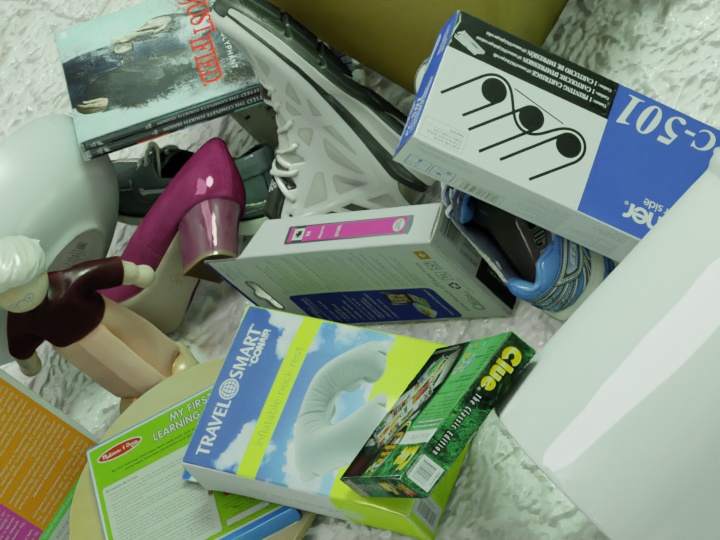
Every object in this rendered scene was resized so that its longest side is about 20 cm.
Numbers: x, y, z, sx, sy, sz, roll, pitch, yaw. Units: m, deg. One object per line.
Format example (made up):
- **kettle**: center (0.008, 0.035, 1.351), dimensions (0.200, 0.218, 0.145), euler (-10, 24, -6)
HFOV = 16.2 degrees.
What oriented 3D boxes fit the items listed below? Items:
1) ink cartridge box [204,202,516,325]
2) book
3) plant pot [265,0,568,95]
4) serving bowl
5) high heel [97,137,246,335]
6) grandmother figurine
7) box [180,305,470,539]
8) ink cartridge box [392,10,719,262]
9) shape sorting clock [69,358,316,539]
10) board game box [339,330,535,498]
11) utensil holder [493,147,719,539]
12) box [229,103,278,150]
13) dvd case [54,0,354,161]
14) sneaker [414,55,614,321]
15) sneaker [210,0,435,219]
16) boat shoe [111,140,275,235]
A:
- **ink cartridge box**: center (0.000, 0.000, 1.671), dimensions (0.200, 0.095, 0.037), euler (-7, 55, 39)
- **book**: center (-0.266, 0.136, 1.726), dimensions (0.048, 0.200, 0.134), euler (16, 71, 47)
- **plant pot**: center (0.058, -0.243, 1.675), dimensions (0.200, 0.200, 0.176), euler (-59, -2, -12)
- **serving bowl**: center (-0.233, -0.010, 1.800), dimensions (0.066, 0.200, 0.200), euler (30, 81, 17)
- **high heel**: center (-0.145, -0.014, 1.813), dimensions (0.200, 0.067, 0.096), euler (-29, 53, 42)
- **grandmother figurine**: center (-0.193, 0.034, 1.737), dimensions (0.121, 0.200, 0.061), euler (-45, 46, 8)
- **box**: center (-0.024, 0.094, 1.628), dimensions (0.199, 0.048, 0.122), euler (10, 66, 32)
- **ink cartridge box**: center (0.128, -0.073, 1.541), dimensions (0.044, 0.200, 0.094), euler (134, 159, -66)
- **shape sorting clock**: center (-0.108, 0.147, 1.698), dimensions (0.199, 0.039, 0.201), euler (-15, 54, 22)
- **board game box**: center (0.041, 0.086, 1.469), dimensions (0.105, 0.023, 0.200), euler (-50, 5, -9)
- **utensil holder**: center (0.195, 0.056, 1.396), dimensions (0.200, 0.170, 0.170), euler (-46, 40, 6)
- **box**: center (-0.085, -0.168, 1.891), dimensions (0.068, 0.082, 0.200), euler (-41, 42, 7)
- **dvd case**: center (-0.114, -0.156, 1.800), dimensions (0.199, 0.022, 0.146), euler (-17, 40, -1)
- **sneaker**: center (0.087, -0.061, 1.589), dimensions (0.077, 0.085, 0.200), euler (-42, 66, 25)
- **sneaker**: center (-0.046, -0.092, 1.715), dimensions (0.115, 0.200, 0.076), euler (-46, 15, 12)
- **boat shoe**: center (-0.129, -0.071, 1.852), dimensions (0.200, 0.062, 0.073), euler (9, 35, 41)
